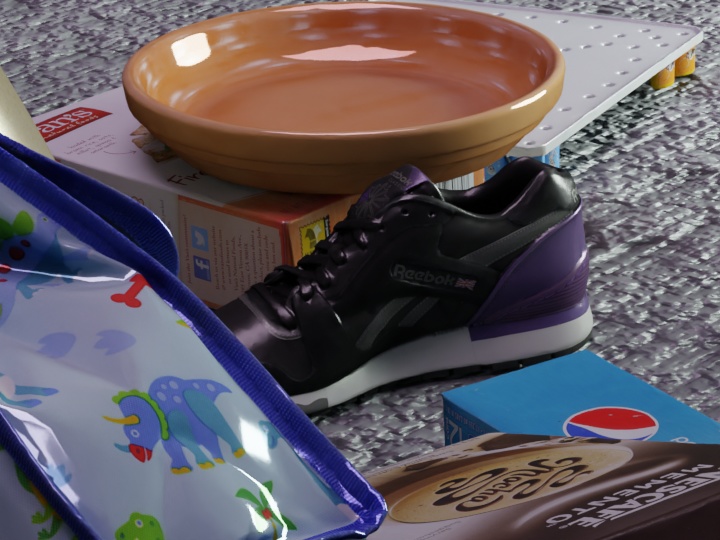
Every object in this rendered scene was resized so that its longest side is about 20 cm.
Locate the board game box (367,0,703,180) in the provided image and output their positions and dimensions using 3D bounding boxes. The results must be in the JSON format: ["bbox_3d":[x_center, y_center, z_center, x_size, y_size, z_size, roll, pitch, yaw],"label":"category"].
[{"bbox_3d":[0.049,-0.096,1.527,0.199,0.026,0.200,9,26,29],"label":"board game box"}]

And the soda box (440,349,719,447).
[{"bbox_3d":[0.107,0.094,1.004,0.068,0.064,0.200,-15,25,-27],"label":"soda box"}]

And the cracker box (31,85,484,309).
[{"bbox_3d":[-0.059,-0.038,1.360,0.199,0.058,0.134,16,28,40],"label":"cracker box"}]

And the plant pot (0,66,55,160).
[{"bbox_3d":[-0.196,-0.031,1.141,0.186,0.201,0.187,-11,21,4],"label":"plant pot"}]

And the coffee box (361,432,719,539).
[{"bbox_3d":[0.055,0.102,0.896,0.113,0.080,0.200,-16,7,-28],"label":"coffee box"}]

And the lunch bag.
[{"bbox_3d":[-0.118,0.066,0.861,0.200,0.170,0.127,45,34,16],"label":"lunch bag"}]

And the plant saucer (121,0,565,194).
[{"bbox_3d":[-0.007,-0.077,1.326,0.199,0.038,0.200,-1,21,0],"label":"plant saucer"}]

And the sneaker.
[{"bbox_3d":[0.000,0.000,1.217,0.199,0.088,0.076,-13,24,-21],"label":"sneaker"}]
